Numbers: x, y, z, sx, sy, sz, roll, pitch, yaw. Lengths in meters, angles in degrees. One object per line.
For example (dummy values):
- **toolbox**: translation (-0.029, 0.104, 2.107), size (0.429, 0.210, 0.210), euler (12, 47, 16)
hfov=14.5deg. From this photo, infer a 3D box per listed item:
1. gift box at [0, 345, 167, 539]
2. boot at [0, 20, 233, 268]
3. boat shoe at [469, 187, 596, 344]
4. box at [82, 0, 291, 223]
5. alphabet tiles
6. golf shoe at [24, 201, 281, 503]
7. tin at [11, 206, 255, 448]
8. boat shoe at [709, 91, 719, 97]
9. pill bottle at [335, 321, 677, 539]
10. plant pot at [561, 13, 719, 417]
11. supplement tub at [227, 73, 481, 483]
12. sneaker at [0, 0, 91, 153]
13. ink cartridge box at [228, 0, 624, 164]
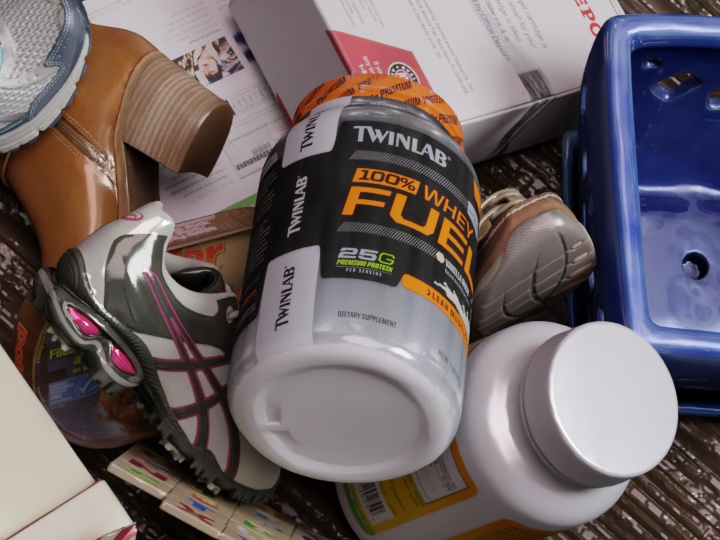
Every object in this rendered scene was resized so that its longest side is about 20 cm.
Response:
- **gift box**: translation (-0.210, 0.137, 1.453), size (0.199, 0.185, 0.187), euler (-32, 76, -15)
- **boot**: translation (-0.177, -0.047, 1.603), size (0.154, 0.074, 0.201), euler (30, 88, 22)
- **boat shoe**: translation (0.079, -0.007, 1.572), size (0.075, 0.200, 0.072), euler (-21, 75, -12)
- **box**: translation (-0.079, -0.090, 1.662), size (0.144, 0.036, 0.201), euler (-26, 74, -21)
- **alphabet tiles**: translation (-0.053, 0.137, 1.491), size (0.166, 0.200, 0.006), euler (28, 91, 1)
- **golf shoe**: translation (-0.087, 0.050, 1.497), size (0.088, 0.200, 0.077), euler (-42, 40, -1)
- **tin**: translation (-0.100, 0.028, 1.559), size (0.199, 0.113, 0.042), euler (-14, 33, -31)
- **boat shoe**: translation (0.303, -0.103, 1.735), size (0.199, 0.072, 0.068), euler (6, 68, -8)
- **pill bottle**: translation (0.080, 0.091, 1.519), size (0.111, 0.200, 0.112), euler (10, 69, -29)
- **plant pot**: translation (0.214, -0.018, 1.614), size (0.199, 0.180, 0.201), euler (2, 72, -11)
- **supplement tub**: translation (0.000, 0.000, 1.485), size (0.122, 0.123, 0.201), euler (13, 50, -7)
- **sneaker**: translation (-0.239, -0.095, 1.552), size (0.199, 0.086, 0.078), euler (-32, 68, 9)
- **ink cartridge box**: translation (0.046, -0.138, 1.661), size (0.199, 0.083, 0.147), euler (-17, 71, -34)
